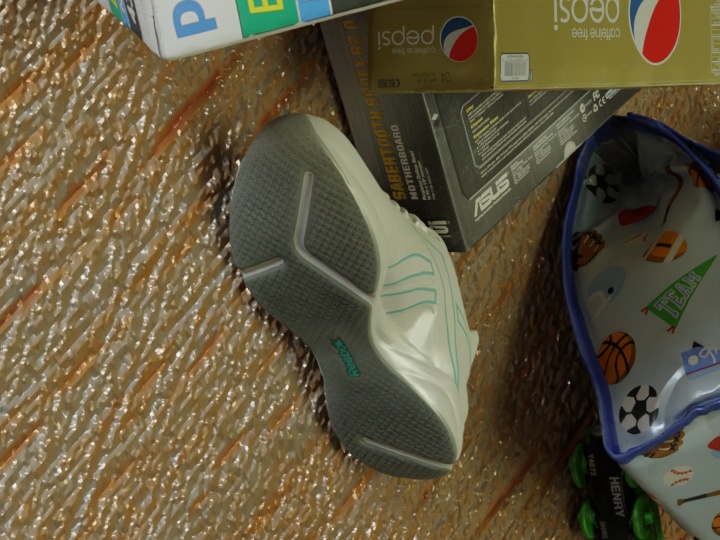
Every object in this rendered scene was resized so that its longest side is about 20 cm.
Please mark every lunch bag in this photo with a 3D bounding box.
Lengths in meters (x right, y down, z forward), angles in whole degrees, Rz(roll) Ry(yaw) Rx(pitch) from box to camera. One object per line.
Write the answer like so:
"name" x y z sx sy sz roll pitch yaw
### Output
"lunch bag" 0.183 0.032 1.397 0.170 0.124 0.200 48 19 -44

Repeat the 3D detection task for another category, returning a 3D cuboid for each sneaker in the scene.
"sneaker" 0.000 0.000 1.216 0.200 0.070 0.080 66 34 -40

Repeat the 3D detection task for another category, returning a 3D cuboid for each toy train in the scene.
"toy train" 0.146 0.168 1.444 0.056 0.042 0.200 -39 123 -58

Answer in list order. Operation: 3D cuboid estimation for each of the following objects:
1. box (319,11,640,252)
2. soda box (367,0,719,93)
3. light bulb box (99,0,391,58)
"box" 0.061 -0.123 1.298 0.200 0.048 0.159 -43 124 -44
"soda box" 0.087 -0.111 1.236 0.200 0.068 0.064 -5 95 -53
"light bulb box" -0.014 -0.205 1.034 0.200 0.125 0.199 -16 110 -12
